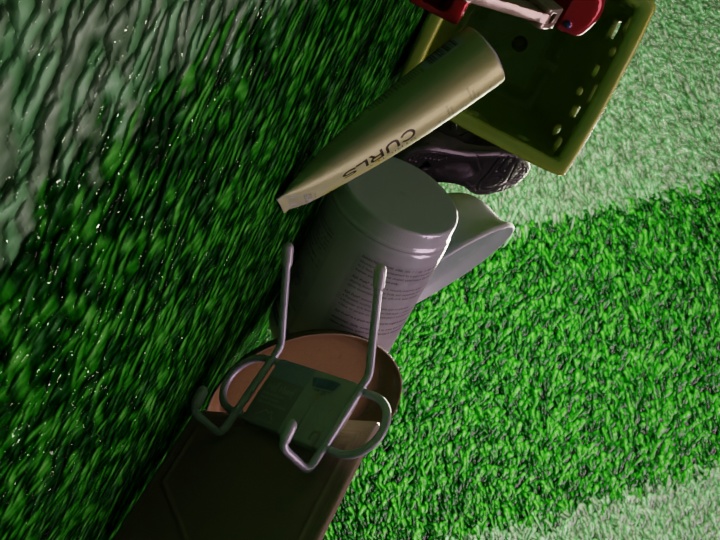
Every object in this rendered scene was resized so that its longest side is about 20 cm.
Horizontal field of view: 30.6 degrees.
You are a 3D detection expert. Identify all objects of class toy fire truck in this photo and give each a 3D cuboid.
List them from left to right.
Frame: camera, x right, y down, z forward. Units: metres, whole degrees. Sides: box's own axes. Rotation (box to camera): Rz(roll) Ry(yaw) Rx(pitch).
[{"bbox_3d":[0.122,-0.231,1.064,0.049,0.198,0.142,-60,-154,28],"label":"toy fire truck"}]

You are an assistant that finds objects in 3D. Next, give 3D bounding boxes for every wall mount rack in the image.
[{"bbox_3d":[-0.050,0.074,1.119,0.175,0.199,0.075,-58,135,-20],"label":"wall mount rack"}]

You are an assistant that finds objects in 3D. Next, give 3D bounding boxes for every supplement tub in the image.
[{"bbox_3d":[0.000,0.000,1.313,0.201,0.131,0.132,-61,178,33],"label":"supplement tub"}]

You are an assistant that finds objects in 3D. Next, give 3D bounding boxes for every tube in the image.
[{"bbox_3d":[0.019,-0.107,1.006,0.199,0.052,0.058,-36,135,-3],"label":"tube"}]

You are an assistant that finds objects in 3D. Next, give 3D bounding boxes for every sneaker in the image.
[{"bbox_3d":[0.104,-0.149,1.482,0.076,0.198,0.115,-50,-132,38],"label":"sneaker"}]

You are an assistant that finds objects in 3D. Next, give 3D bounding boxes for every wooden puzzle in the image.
[{"bbox_3d":[-0.096,0.188,1.097,0.200,0.183,0.038,-55,138,-50],"label":"wooden puzzle"}]

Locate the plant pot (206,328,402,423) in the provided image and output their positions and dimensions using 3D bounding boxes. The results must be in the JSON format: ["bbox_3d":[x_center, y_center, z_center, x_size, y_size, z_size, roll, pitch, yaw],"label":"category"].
[{"bbox_3d":[-0.057,0.126,1.296,0.201,0.198,0.028,-62,-148,34],"label":"plant pot"}]

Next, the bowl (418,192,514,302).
[{"bbox_3d":[0.065,-0.030,1.468,0.200,0.091,0.201,-30,169,-6],"label":"bowl"}]

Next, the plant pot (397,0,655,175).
[{"bbox_3d":[0.164,-0.234,1.371,0.200,0.199,0.182,-61,-177,9],"label":"plant pot"}]
